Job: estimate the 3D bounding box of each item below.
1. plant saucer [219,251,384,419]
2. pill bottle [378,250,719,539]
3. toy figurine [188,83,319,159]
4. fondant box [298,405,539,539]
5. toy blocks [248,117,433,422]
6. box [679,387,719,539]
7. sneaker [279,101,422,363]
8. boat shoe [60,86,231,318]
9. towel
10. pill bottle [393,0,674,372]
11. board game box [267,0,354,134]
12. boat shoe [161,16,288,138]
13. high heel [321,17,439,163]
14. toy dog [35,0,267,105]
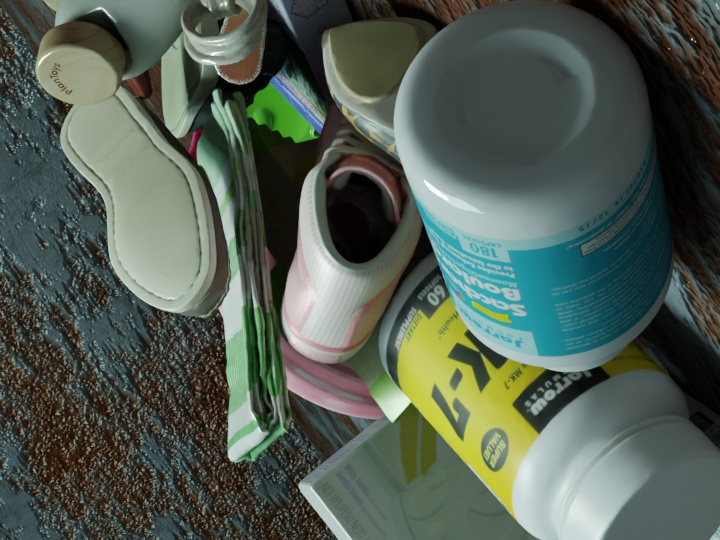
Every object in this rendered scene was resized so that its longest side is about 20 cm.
[{"bbox_3d":[0.000,0.000,1.428,0.201,0.200,0.051,50,137,13],"label":"plant saucer"},{"bbox_3d":[0.107,0.076,1.197,0.200,0.114,0.114,47,170,39],"label":"pill bottle"},{"bbox_3d":[-0.089,-0.094,1.704,0.184,0.150,0.201,-123,22,-61],"label":"toy figurine"},{"bbox_3d":[0.083,0.129,1.359,0.144,0.200,0.058,52,168,-1],"label":"fondant box"},{"bbox_3d":[0.020,-0.014,1.359,0.200,0.136,0.100,54,130,18],"label":"toy blocks"},{"bbox_3d":[0.229,0.159,1.264,0.200,0.035,0.110,58,170,-32],"label":"box"},{"bbox_3d":[0.009,-0.053,1.233,0.075,0.201,0.105,18,146,-2],"label":"sneaker"},{"bbox_3d":[-0.115,-0.036,1.270,0.059,0.072,0.200,38,-169,-42],"label":"boat shoe"},{"bbox_3d":[-0.074,0.007,1.291,0.153,0.023,0.201,128,134,-75],"label":"towel"},{"bbox_3d":[0.085,-0.026,1.001,0.111,0.111,0.200,47,171,30],"label":"pill bottle"},{"bbox_3d":[-0.067,-0.185,1.409,0.200,0.041,0.200,47,170,34],"label":"board game box"},{"bbox_3d":[-0.087,-0.129,1.391,0.199,0.066,0.075,141,124,-74],"label":"boat shoe"},{"bbox_3d":[0.053,-0.058,1.196,0.200,0.071,0.143,38,165,49],"label":"high heel"},{"bbox_3d":[-0.094,-0.145,1.234,0.199,0.132,0.096,1,150,35],"label":"toy dog"}]
